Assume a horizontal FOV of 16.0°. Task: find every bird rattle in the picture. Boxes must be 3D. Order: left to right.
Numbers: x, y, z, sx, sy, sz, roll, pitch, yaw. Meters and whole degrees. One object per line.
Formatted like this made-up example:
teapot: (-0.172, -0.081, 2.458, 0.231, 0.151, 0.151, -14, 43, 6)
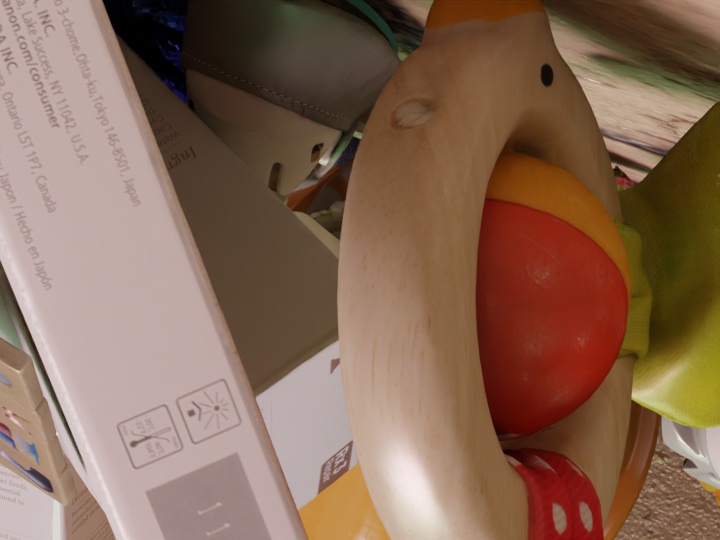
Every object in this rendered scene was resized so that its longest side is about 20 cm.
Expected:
bird rattle: (0.031, 0.027, 0.595, 0.112, 0.200, 0.163, 3, 138, 33)

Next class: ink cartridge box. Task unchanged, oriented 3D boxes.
ink cartridge box: (-0.073, -0.017, 0.623, 0.045, 0.201, 0.176, -22, -159, -8)

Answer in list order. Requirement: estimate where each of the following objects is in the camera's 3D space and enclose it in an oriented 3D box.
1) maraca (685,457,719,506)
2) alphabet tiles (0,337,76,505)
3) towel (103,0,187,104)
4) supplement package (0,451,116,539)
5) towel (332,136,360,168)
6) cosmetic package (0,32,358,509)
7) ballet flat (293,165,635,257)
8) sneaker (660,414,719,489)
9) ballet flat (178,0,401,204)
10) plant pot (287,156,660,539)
maraca: (0.220, 0.086, 1.381, 0.199, 0.107, 0.137, 20, 171, 26)
alphabet tiles: (-0.145, 0.007, 0.667, 0.167, 0.008, 0.200, 32, 164, 8)
towel: (-0.127, -0.091, 0.924, 0.199, 0.050, 0.148, 20, 179, 32)
supplement package: (-0.145, 0.010, 1.048, 0.121, 0.201, 0.120, 16, -146, 19)
towel: (-0.025, 0.001, 1.137, 0.199, 0.147, 0.024, 22, 159, 14)
cosmetic package: (-0.086, -0.014, 0.768, 0.200, 0.074, 0.102, 46, 157, 22)
ballet flat: (0.000, 0.000, 0.869, 0.064, 0.199, 0.076, 67, -176, -49)
sneaker: (0.203, 0.086, 1.000, 0.088, 0.074, 0.200, 22, 180, 42)
ballet flat: (-0.025, -0.049, 0.783, 0.067, 0.064, 0.200, 20, 178, 0)
plant pot: (0.029, 0.033, 1.001, 0.199, 0.201, 0.183, 20, 162, 2)
